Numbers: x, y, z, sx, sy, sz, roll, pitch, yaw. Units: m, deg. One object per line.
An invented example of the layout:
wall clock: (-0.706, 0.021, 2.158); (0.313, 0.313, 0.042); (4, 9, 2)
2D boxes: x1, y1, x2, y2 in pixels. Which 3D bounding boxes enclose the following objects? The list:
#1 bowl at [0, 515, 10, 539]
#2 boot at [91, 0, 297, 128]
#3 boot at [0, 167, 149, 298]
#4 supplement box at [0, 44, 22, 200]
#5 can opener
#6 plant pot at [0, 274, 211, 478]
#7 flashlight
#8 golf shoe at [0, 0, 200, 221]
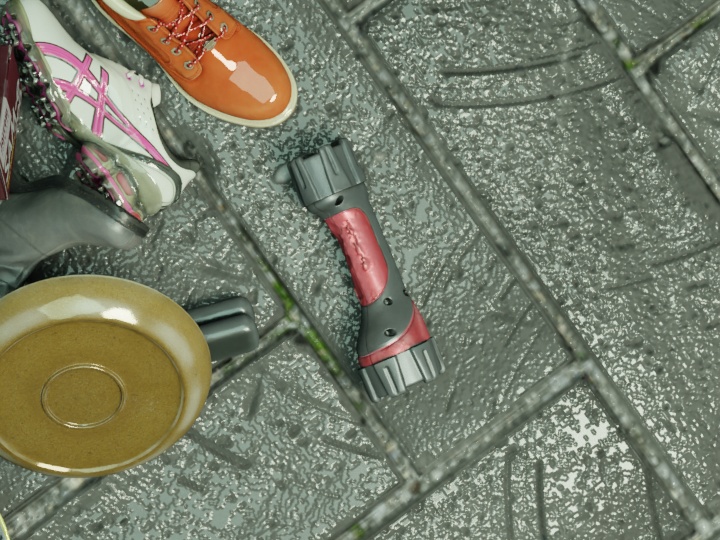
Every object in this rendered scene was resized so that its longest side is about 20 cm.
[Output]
bowl: (-0.361, 0.227, 1.644); (0.199, 0.094, 0.203); (0, 90, -2)
boot: (-0.133, -0.181, 1.644); (0.199, 0.107, 0.075); (36, 88, -3)
boot: (-0.254, -0.005, 1.614); (0.199, 0.070, 0.133); (12, 72, 41)
supplement box: (-0.362, -0.111, 1.609); (0.198, 0.061, 0.110); (0, 54, 2)
can opener: (-0.175, 0.074, 1.678); (0.198, 0.053, 0.067); (-19, 125, 0)
plant pot: (-0.211, 0.090, 1.622); (0.198, 0.028, 0.201); (-5, 129, -7)
flashlight: (0.000, 0.000, 1.667); (0.067, 0.068, 0.201); (-24, 92, -6)
golf shoe: (-0.206, -0.133, 1.665); (0.092, 0.073, 0.201); (-35, 98, -20)
